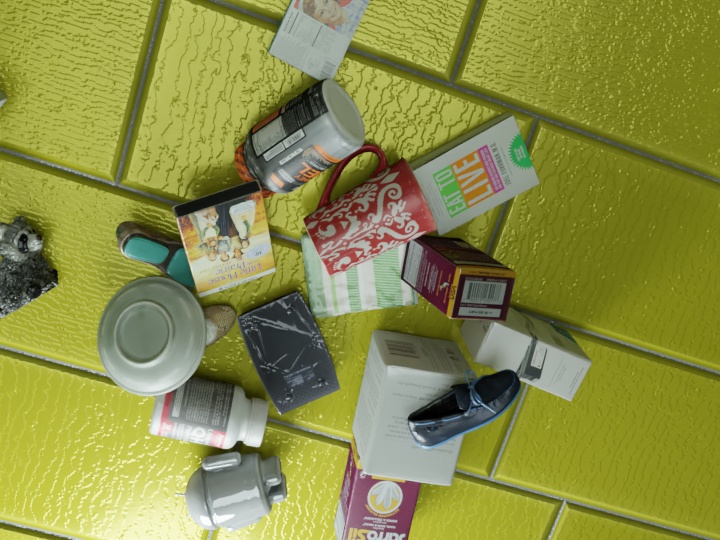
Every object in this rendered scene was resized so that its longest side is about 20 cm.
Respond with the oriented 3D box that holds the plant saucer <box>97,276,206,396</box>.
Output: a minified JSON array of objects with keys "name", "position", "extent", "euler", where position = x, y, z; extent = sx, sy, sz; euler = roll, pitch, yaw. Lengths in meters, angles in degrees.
[{"name":"plant saucer","position":[-0.359,0.108,1.535],"extent":[0.195,0.050,0.205],"euler":[-1,79,7]}]

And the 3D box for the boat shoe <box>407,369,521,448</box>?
[{"name":"boat shoe","position":[0.167,0.218,1.463],"extent":[0.198,0.084,0.069],"euler":[-34,121,0]}]

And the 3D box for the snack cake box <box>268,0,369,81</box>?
[{"name":"snack cake box","position":[-0.056,-0.414,1.445],"extent":[0.113,0.067,0.203],"euler":[25,103,-12]}]

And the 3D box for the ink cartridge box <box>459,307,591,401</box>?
[{"name":"ink cartridge box","position":[0.287,0.133,1.608],"extent":[0.196,0.145,0.086],"euler":[23,105,-12]}]

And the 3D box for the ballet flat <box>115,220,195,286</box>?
[{"name":"ballet flat","position":[-0.329,-0.034,1.524],"extent":[0.068,0.067,0.199],"euler":[-50,140,5]}]

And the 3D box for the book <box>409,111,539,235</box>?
[{"name":"book","position":[0.195,-0.165,1.563],"extent":[0.197,0.048,0.135],"euler":[-28,112,1]}]

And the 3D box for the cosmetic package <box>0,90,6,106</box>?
[{"name":"cosmetic package","position":[-0.681,-0.237,1.381],"extent":[0.166,0.168,0.200],"euler":[41,98,-15]}]

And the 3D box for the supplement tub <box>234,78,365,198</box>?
[{"name":"supplement tub","position":[-0.100,-0.205,1.456],"extent":[0.198,0.123,0.123],"euler":[-29,109,26]}]

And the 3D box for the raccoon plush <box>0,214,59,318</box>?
[{"name":"raccoon plush","position":[-0.599,0.003,1.508],"extent":[0.197,0.097,0.136],"euler":[-29,100,4]}]

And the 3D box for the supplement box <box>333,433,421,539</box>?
[{"name":"supplement box","position":[0.032,0.423,1.692],"extent":[0.128,0.103,0.205],"euler":[8,107,-10]}]

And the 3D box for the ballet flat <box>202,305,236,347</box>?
[{"name":"ballet flat","position":[-0.307,0.123,1.584],"extent":[0.197,0.065,0.072],"euler":[-26,110,2]}]

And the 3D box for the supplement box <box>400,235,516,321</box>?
[{"name":"supplement box","position":[0.158,0.009,1.516],"extent":[0.108,0.200,0.088],"euler":[5,106,-24]}]

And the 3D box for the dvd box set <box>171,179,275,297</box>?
[{"name":"dvd box set","position":[-0.219,-0.049,1.492],"extent":[0.143,0.030,0.202],"euler":[-18,142,-12]}]

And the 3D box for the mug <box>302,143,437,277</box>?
[{"name":"mug","position":[0.006,-0.097,1.528],"extent":[0.197,0.179,0.134],"euler":[-28,140,1]}]

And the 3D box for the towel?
[{"name":"towel","position":[0.000,0.000,1.602],"extent":[0.195,0.023,0.156],"euler":[-7,107,-2]}]

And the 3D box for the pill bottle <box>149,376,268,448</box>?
[{"name":"pill bottle","position":[-0.266,0.251,1.604],"extent":[0.195,0.111,0.113],"euler":[13,106,-9]}]

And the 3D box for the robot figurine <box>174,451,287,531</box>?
[{"name":"robot figurine","position":[-0.233,0.401,1.652],"extent":[0.196,0.113,0.173],"euler":[-16,115,-1]}]

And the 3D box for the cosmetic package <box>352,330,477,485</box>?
[{"name":"cosmetic package","position":[0.090,0.237,1.599],"extent":[0.162,0.168,0.204],"euler":[9,107,-11]}]

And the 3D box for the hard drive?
[{"name":"hard drive","position":[-0.127,0.143,1.621],"extent":[0.132,0.042,0.203],"euler":[-22,108,1]}]
